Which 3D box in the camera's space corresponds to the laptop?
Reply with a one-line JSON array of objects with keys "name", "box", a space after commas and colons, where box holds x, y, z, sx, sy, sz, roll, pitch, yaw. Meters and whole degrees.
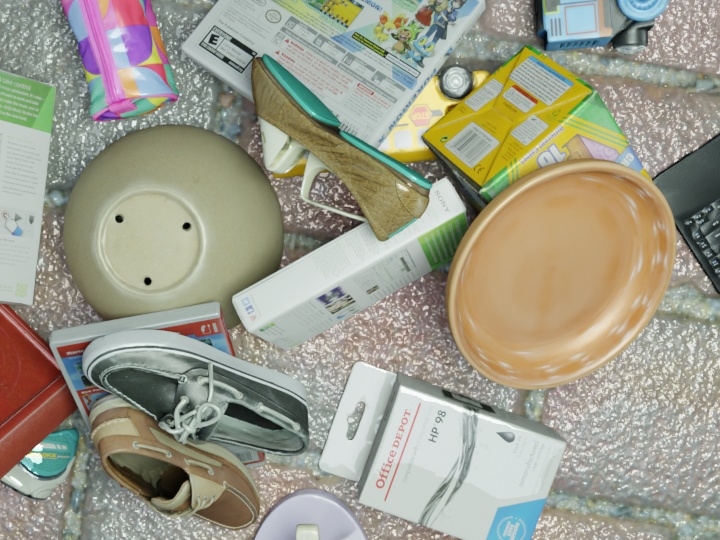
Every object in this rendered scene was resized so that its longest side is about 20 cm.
[{"name": "laptop", "box": [0.391, -0.043, 0.975, 0.177, 0.103, 0.200, -33, 94, 2]}]

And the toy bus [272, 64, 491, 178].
[{"name": "toy bus", "box": [0.018, -0.132, 0.984, 0.199, 0.065, 0.079, -7, 94, 0]}]

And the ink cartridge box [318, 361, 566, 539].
[{"name": "ink cartridge box", "box": [0.070, 0.170, 1.007, 0.199, 0.067, 0.116, 19, 95, -2]}]

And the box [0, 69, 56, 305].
[{"name": "box", "box": [-0.334, -0.076, 0.939, 0.036, 0.144, 0.201, 3, 85, 37]}]

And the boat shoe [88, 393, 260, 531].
[{"name": "boat shoe", "box": [-0.162, 0.184, 0.969, 0.076, 0.072, 0.200, -34, 128, 19]}]

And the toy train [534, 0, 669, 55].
[{"name": "toy train", "box": [0.205, -0.287, 0.965, 0.114, 0.087, 0.201, -4, 95, 6]}]

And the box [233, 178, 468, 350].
[{"name": "box", "box": [0.000, 0.000, 0.947, 0.199, 0.144, 0.036, -28, 77, 2]}]

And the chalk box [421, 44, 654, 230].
[{"name": "chalk box", "box": [0.169, -0.066, 0.944, 0.124, 0.124, 0.200, -41, 126, 3]}]

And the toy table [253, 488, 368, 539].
[{"name": "toy table", "box": [-0.044, 0.309, 0.994, 0.183, 0.117, 0.201, -12, 94, 0]}]

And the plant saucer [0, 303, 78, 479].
[{"name": "plant saucer", "box": [-0.339, 0.073, 0.930, 0.200, 0.200, 0.037, 45, 113, -4]}]

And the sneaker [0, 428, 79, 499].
[{"name": "sneaker", "box": [-0.350, 0.131, 1.010, 0.200, 0.077, 0.080, 32, 74, -7]}]

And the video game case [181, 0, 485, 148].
[{"name": "video game case", "box": [-0.025, -0.208, 0.951, 0.200, 0.022, 0.183, 35, 83, 19]}]

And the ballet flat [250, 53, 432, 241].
[{"name": "ballet flat", "box": [-0.032, -0.092, 0.876, 0.200, 0.068, 0.072, 41, 102, 21]}]

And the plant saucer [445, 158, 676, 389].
[{"name": "plant saucer", "box": [0.155, 0.001, 0.878, 0.199, 0.037, 0.201, -10, 122, -17]}]

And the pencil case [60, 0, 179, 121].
[{"name": "pencil case", "box": [-0.223, -0.232, 0.966, 0.088, 0.088, 0.201, -18, 95, 1]}]

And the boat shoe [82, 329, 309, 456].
[{"name": "boat shoe", "box": [-0.132, 0.109, 0.911, 0.199, 0.068, 0.074, 24, 125, -27]}]

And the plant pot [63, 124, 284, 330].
[{"name": "plant pot", "box": [-0.169, -0.029, 0.957, 0.199, 0.134, 0.201, 0, 94, 0]}]

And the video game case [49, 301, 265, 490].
[{"name": "video game case", "box": [-0.171, 0.115, 0.968, 0.142, 0.017, 0.201, -10, 132, 0]}]
